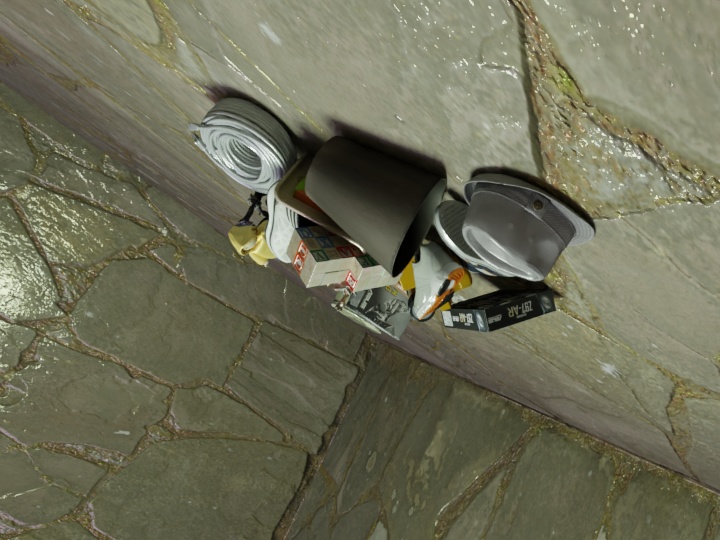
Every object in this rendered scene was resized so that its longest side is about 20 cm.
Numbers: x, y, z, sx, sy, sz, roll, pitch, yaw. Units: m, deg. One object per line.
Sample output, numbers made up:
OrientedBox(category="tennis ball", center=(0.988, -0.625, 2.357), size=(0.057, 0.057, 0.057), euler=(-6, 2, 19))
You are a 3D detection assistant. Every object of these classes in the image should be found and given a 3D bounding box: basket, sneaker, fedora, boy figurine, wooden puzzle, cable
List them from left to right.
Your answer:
OrientedBox(category="cable", center=(-0.214, -0.236, 1.096), size=(0.196, 0.070, 0.201), euler=(2, 142, 42))
OrientedBox(category="boy figurine", center=(-0.186, -0.059, 1.192), size=(0.197, 0.125, 0.065), euler=(14, -144, -51))
OrientedBox(category="sneaker", center=(-0.127, -0.063, 1.089), size=(0.116, 0.074, 0.204), euler=(48, 153, 30))
OrientedBox(category="wooden puzzle", center=(-0.045, -0.134, 1.046), size=(0.197, 0.187, 0.038), euler=(32, 125, -4))
OrientedBox(category="basket", center=(0.016, -0.118, 0.927), size=(0.197, 0.184, 0.135), euler=(33, -148, 16))
OrientedBox(category="sneaker", center=(0.127, 0.014, 1.039), size=(0.093, 0.074, 0.202), euler=(55, 157, 19))
OrientedBox(category="sneaker", center=(0.186, -0.046, 0.970), size=(0.197, 0.080, 0.079), euler=(33, 163, -24))
OrientedBox(category="fedora", center=(0.222, -0.050, 0.813), size=(0.197, 0.092, 0.176), euler=(32, 170, -13))

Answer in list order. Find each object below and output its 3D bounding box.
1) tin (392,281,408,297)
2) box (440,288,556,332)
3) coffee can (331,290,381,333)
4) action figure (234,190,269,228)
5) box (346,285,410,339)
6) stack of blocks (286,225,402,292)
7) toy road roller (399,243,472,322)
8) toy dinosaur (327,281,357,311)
OrientedBox(category="tin", center=(0.115, -0.005, 1.271), size=(0.198, 0.114, 0.041), euler=(36, 167, -35))
OrientedBox(category="box", center=(0.272, 0.078, 1.154), size=(0.155, 0.045, 0.199), euler=(-15, -178, -17))
OrientedBox(category="coffee can", center=(0.034, 0.030, 1.403), size=(0.143, 0.204, 0.147), euler=(28, 171, 5))
OrientedBox(category="action figure", center=(-0.206, -0.165, 1.256), size=(0.099, 0.206, 0.119), euler=(-4, 148, 29))
OrientedBox(category="box", center=(0.075, 0.033, 1.310), size=(0.157, 0.204, 0.048), euler=(35, 170, -34))
OrientedBox(category="stack of blocks", center=(-0.022, -0.024, 1.026), size=(0.196, 0.059, 0.116), euler=(-8, -131, -39))
OrientedBox(category="toy road roller", center=(0.141, -0.013, 1.156), size=(0.124, 0.142, 0.204), euler=(-90, -22, -65))
OrientedBox(category="toy dinosaur", center=(0.000, 0.000, 1.127), size=(0.087, 0.197, 0.136), euler=(57, 157, 7))
